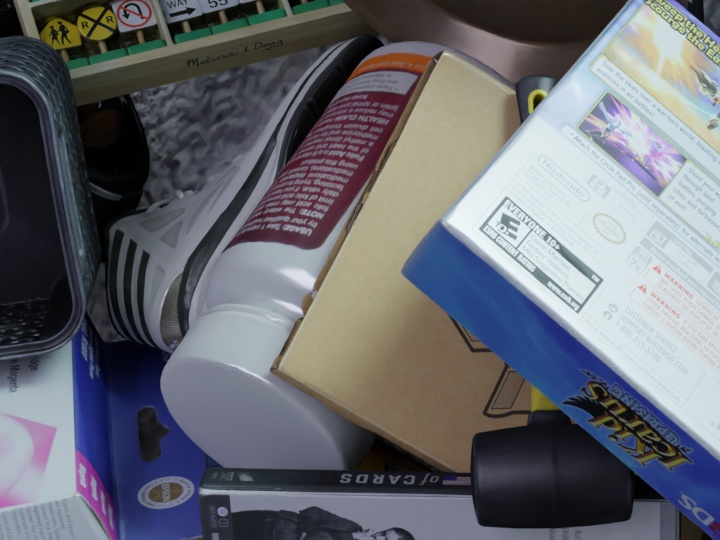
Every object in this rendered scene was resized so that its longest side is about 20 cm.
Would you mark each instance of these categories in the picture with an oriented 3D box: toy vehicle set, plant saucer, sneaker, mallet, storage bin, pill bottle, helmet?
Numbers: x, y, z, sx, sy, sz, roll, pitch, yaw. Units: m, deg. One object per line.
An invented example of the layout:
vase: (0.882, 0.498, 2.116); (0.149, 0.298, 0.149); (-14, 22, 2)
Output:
toy vehicle set: (-0.083, -0.162, 1.132); (0.200, 0.027, 0.124); (-16, 64, -12)
plant saucer: (0.055, -0.154, 0.964); (0.200, 0.200, 0.029); (9, 53, 34)
sneaker: (-0.065, -0.044, 1.099); (0.115, 0.076, 0.201); (7, 54, 37)
mallet: (0.086, 0.011, 0.896); (0.066, 0.041, 0.200); (5, 67, 7)
storage bin: (-0.232, -0.027, 1.033); (0.199, 0.094, 0.136); (-8, 106, 1)
pill bottle: (0.000, 0.000, 1.002); (0.114, 0.114, 0.200); (10, 52, 34)
helmet: (-0.231, -0.055, 1.170); (0.191, 0.200, 0.200); (-34, 61, 20)

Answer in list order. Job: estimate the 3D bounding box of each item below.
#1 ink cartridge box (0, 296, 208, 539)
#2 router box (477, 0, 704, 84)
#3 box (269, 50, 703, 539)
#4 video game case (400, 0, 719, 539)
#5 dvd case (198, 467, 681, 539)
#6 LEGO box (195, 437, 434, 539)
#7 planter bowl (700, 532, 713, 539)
ink cartridge box: (-0.175, 0.076, 1.026); (0.199, 0.043, 0.196); (-12, 28, -3)
router box: (0.091, -0.180, 1.078); (0.149, 0.051, 0.201); (-8, 73, 29)
box: (0.083, 0.021, 0.941); (0.164, 0.200, 0.021); (-63, 11, -16)
video game case: (0.143, 0.003, 0.880); (0.200, 0.181, 0.045); (41, 142, 2)
dvd case: (0.035, 0.154, 0.930); (0.199, 0.025, 0.151); (0, 116, 7)
LEGO box: (-0.040, 0.168, 1.052); (0.149, 0.077, 0.200); (29, 93, 35)
planter bowl: (0.201, 0.150, 0.897); (0.200, 0.083, 0.201); (-9, 73, 31)
